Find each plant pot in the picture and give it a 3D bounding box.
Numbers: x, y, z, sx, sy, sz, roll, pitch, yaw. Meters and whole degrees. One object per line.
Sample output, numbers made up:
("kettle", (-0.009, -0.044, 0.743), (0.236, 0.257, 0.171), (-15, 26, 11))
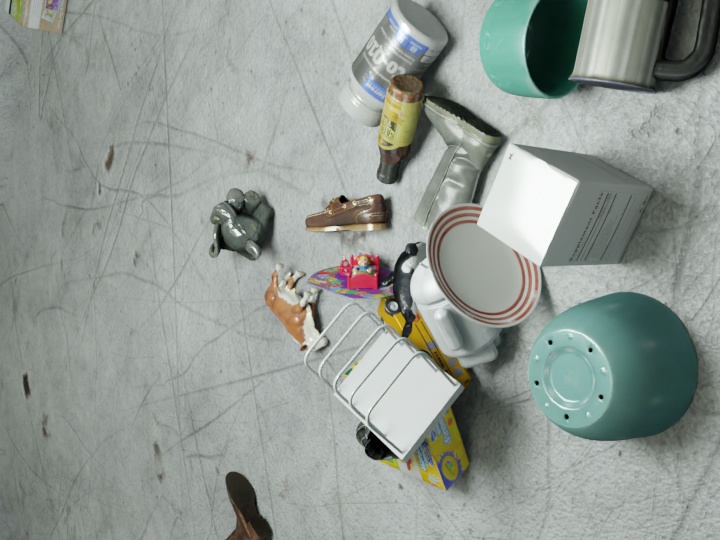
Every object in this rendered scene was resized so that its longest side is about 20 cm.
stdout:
("plant pot", (0.319, 0.133, 1.021), (0.199, 0.159, 0.205), (2, 92, 47))

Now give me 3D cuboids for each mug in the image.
("mug", (0.255, -0.333, 1.098), (0.114, 0.183, 0.155), (21, 130, 50))

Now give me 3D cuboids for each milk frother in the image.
("milk frother", (0.343, -0.327, 0.950), (0.179, 0.198, 0.192), (19, 106, 41))

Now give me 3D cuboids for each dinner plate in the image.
("dinner plate", (0.182, -0.006, 1.143), (0.024, 0.197, 0.203), (-46, 59, 54))

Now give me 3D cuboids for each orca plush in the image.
("orca plush", (0.072, 0.029, 1.278), (0.070, 0.106, 0.203), (-15, 47, 24))

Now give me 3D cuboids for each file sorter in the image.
("file sorter", (0.026, 0.156, 1.152), (0.139, 0.125, 0.199), (-49, 38, -6))

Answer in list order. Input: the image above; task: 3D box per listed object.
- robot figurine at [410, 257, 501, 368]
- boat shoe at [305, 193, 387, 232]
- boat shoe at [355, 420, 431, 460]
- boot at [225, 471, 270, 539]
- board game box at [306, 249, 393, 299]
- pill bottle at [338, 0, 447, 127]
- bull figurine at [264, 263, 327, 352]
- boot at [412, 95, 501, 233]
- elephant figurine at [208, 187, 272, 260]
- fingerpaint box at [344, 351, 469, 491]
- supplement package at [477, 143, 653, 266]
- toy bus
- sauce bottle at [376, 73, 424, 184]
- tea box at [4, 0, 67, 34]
("robot figurine", (0.150, 0.053, 1.199), (0.112, 0.170, 0.202), (-22, 110, 24))
("boat shoe", (-0.029, -0.108, 1.456), (0.197, 0.070, 0.072), (-2, 97, 39))
("boat shoe", (0.036, 0.274, 1.234), (0.075, 0.066, 0.198), (55, 148, -11))
("boot", (-0.295, 0.599, 1.784), (0.188, 0.063, 0.201), (57, 133, 32))
("board game box", (0.000, 0.000, 1.360), (0.198, 0.156, 0.040), (16, 115, 46))
("pill bottle", (0.051, -0.354, 1.326), (0.200, 0.112, 0.115), (-50, 57, 36))
("bull figurine", (-0.132, 0.077, 1.580), (0.199, 0.064, 0.123), (38, 115, 37))
("boot", (0.137, -0.169, 1.284), (0.182, 0.072, 0.202), (47, 131, 37))
("elephant figurine", (-0.281, -0.082, 1.710), (0.141, 0.156, 0.200), (36, 142, -9))
("fingerpaint box", (0.079, 0.250, 1.288), (0.165, 0.073, 0.203), (11, 130, 47))
("supplement package", (0.276, -0.086, 1.030), (0.121, 0.198, 0.121), (39, 119, 39))
("toy bus", (0.103, 0.124, 1.306), (0.202, 0.077, 0.066), (60, 158, 27))
("sauce bottle", (0.063, -0.237, 1.321), (0.066, 0.065, 0.202), (50, 146, 33))
("tea box", (-1.047, -0.904, 2.483), (0.196, 0.132, 0.203), (37, 118, 39))
